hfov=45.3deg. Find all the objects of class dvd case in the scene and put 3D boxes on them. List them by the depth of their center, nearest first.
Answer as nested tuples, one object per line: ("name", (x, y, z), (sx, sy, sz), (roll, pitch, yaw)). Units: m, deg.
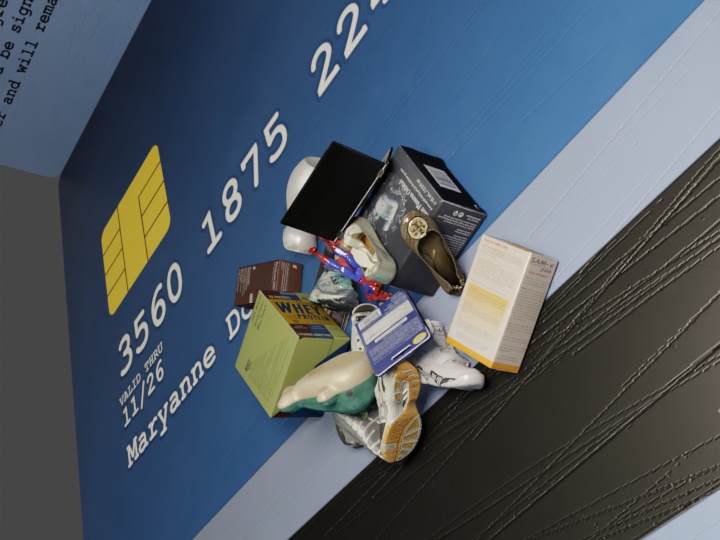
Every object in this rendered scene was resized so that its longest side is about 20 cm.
("dvd case", (-0.056, 0.037, 1.908), (0.148, 0.016, 0.202), (21, 95, 53))

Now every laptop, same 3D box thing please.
("laptop", (-0.040, -0.164, 1.640), (0.188, 0.115, 0.200), (-54, 7, 22))

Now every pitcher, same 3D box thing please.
("pitcher", (-0.120, -0.164, 1.991), (0.172, 0.120, 0.202), (-111, 35, -58))

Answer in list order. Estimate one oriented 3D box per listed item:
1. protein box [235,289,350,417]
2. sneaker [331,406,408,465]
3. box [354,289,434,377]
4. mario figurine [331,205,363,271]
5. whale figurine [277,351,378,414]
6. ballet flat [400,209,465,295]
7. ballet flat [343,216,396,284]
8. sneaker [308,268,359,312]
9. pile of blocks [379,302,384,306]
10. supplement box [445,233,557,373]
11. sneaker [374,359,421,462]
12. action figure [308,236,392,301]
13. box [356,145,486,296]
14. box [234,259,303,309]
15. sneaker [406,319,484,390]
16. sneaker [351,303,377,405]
("protein box", (-0.151, 0.179, 1.870), (0.200, 0.134, 0.200), (43, 119, 48))
("sneaker", (0.017, 0.324, 1.684), (0.200, 0.075, 0.116), (40, 147, 29))
("box", (0.061, 0.116, 1.554), (0.121, 0.032, 0.200), (-37, 24, 6))
("mario figurine", (-0.015, -0.085, 1.809), (0.123, 0.106, 0.202), (-31, 47, 24))
("whale figurine", (-0.055, 0.232, 1.631), (0.198, 0.105, 0.159), (-23, 11, 8))
("ballet flat", (0.135, -0.026, 1.533), (0.067, 0.201, 0.046), (-37, 32, -4))
("ballet flat", (0.003, -0.046, 1.619), (0.200, 0.063, 0.068), (54, 127, 47))
("sneaker", (-0.054, 0.034, 1.807), (0.200, 0.077, 0.087), (2, 72, 67))
("pile of blocks", (0.068, 0.156, 1.653), (0.082, 0.061, 0.202), (77, -169, -74))
("supplement box", (0.236, 0.054, 1.456), (0.126, 0.073, 0.202), (29, 103, 53))
("sneaker", (0.064, 0.247, 1.574), (0.088, 0.075, 0.202), (37, 126, 58))
("action figure", (0.000, 0.000, 1.698), (0.066, 0.199, 0.099), (-57, 17, -19))
("box", (0.106, -0.095, 1.648), (0.201, 0.117, 0.197), (-59, 39, 24))
("box", (-0.225, 0.037, 2.089), (0.199, 0.074, 0.101), (-10, 71, 50))
("sneaker", (0.149, 0.149, 1.542), (0.199, 0.074, 0.116), (0, 82, 57))
("sneaker", (0.014, 0.171, 1.736), (0.081, 0.074, 0.203), (140, 130, -74))
